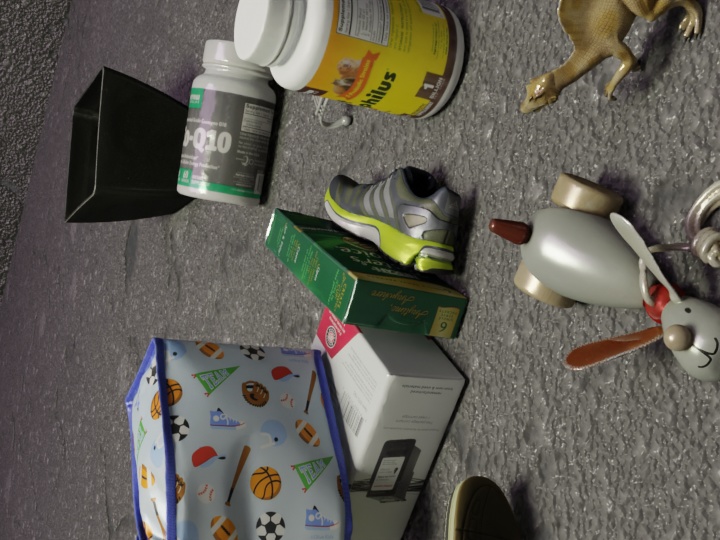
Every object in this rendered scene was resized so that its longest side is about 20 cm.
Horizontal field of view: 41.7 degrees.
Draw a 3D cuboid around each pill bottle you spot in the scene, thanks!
[{"bbox_3d":[-0.172,-0.192,1.245,0.113,0.112,0.203,17,98,61],"label":"pill bottle"},{"bbox_3d":[-0.011,-0.210,0.868,0.109,0.198,0.111,-22,64,58],"label":"pill bottle"}]

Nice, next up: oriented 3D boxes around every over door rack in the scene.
[{"bbox_3d":[-0.027,-0.278,1.034,0.201,0.066,0.149,98,159,-48],"label":"over door rack"}]

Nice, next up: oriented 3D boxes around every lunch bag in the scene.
[{"bbox_3d":[-0.106,0.173,0.811,0.124,0.168,0.202,-59,37,41],"label":"lunch bag"}]

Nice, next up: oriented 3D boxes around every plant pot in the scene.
[{"bbox_3d":[-0.359,-0.183,1.515,0.199,0.175,0.203,-20,67,58],"label":"plant pot"}]

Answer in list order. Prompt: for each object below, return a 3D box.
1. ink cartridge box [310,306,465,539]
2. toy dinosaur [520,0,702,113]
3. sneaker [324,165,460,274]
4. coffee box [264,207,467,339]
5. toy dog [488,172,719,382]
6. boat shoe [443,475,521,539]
[{"bbox_3d":[0.000,0.145,0.886,0.145,0.082,0.202,50,127,53],"label":"ink cartridge box"},{"bbox_3d":[0.176,-0.186,0.626,0.058,0.100,0.202,51,127,53],"label":"toy dinosaur"},{"bbox_3d":[0.035,-0.062,0.899,0.200,0.073,0.082,33,106,51],"label":"sneaker"},{"bbox_3d":[0.000,0.000,0.885,0.200,0.122,0.044,41,116,58],"label":"coffee box"},{"bbox_3d":[0.156,-0.001,0.625,0.199,0.095,0.134,10,92,61],"label":"toy dog"},{"bbox_3d":[0.082,0.258,0.697,0.066,0.071,0.203,-33,55,50],"label":"boat shoe"}]
